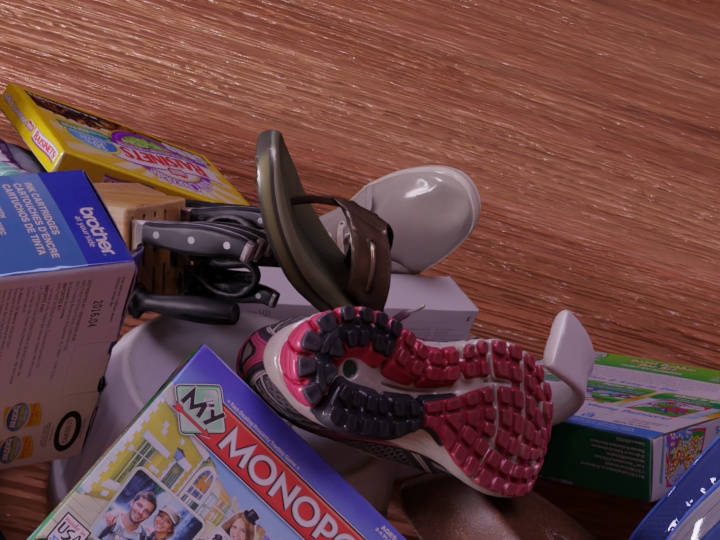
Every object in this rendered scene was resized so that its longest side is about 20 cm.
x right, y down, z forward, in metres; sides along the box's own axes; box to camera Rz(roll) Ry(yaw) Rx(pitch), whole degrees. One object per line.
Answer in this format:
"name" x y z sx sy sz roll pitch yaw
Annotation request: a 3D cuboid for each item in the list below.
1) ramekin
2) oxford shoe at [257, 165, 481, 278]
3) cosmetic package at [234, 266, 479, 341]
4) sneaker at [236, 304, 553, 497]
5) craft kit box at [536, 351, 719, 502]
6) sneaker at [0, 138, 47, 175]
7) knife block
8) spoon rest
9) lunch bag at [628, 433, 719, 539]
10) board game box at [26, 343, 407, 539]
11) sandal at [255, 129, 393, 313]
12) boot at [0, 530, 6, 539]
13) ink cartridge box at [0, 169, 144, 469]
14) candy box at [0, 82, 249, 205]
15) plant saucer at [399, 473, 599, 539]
"ramekin" -0.070 0.104 0.797 0.201 0.095 0.203 17 28 -9
"oxford shoe" -0.005 -0.015 0.987 0.076 0.199 0.058 65 27 -10
"cosmetic package" -0.023 0.044 0.951 0.199 0.083 0.051 4 32 -32
"sneaker" 0.027 0.065 0.745 0.199 0.081 0.074 26 -19 -35
"craft kit box" 0.168 0.097 0.942 0.197 0.049 0.199 -11 13 -42
"sneaker" -0.217 -0.036 0.971 0.087 0.075 0.200 10 29 -32
"knife block" -0.150 -0.010 0.802 0.199 0.064 0.175 -1 10 -24
"spoon rest" 0.071 0.078 0.867 0.061 0.200 0.100 36 57 -23
"lunch bag" 0.260 0.173 0.829 0.200 0.136 0.132 33 14 -45
"board game box" -0.046 0.150 0.668 0.200 0.029 0.135 44 52 -7
"sandal" 0.000 0.000 0.795 0.201 0.057 0.080 56 14 -23
"boot" -0.214 0.103 0.719 0.197 0.074 0.163 -7 36 -31
"ink cartridge box" -0.190 0.030 0.654 0.199 0.137 0.076 -6 46 -33
"candy box" -0.173 -0.081 1.070 0.200 0.026 0.102 18 24 -48
"plant saucer" 0.111 0.171 0.787 0.200 0.037 0.200 37 8 -6
